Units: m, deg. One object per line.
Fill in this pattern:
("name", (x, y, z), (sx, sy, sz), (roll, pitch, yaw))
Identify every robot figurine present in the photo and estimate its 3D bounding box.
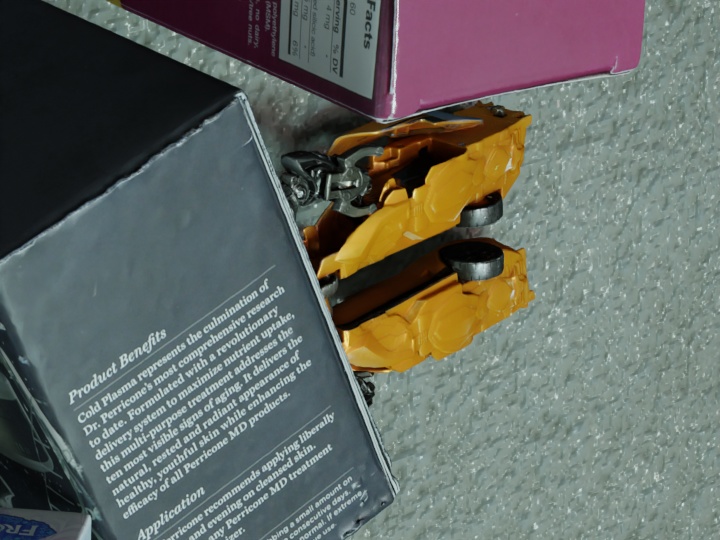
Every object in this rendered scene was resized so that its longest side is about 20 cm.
("robot figurine", (0.000, 0.000, 1.177), (0.200, 0.058, 0.145), (-24, 121, -40))

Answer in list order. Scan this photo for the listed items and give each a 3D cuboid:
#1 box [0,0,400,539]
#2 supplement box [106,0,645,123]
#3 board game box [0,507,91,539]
("box", (-0.112, 0.014, 1.013), (0.124, 0.200, 0.197), (-35, 126, -23))
("supplement box", (0.001, -0.140, 1.042), (0.131, 0.200, 0.103), (-13, 116, -36))
("board game box", (-0.198, 0.177, 0.953), (0.199, 0.041, 0.200), (4, 110, 5))
